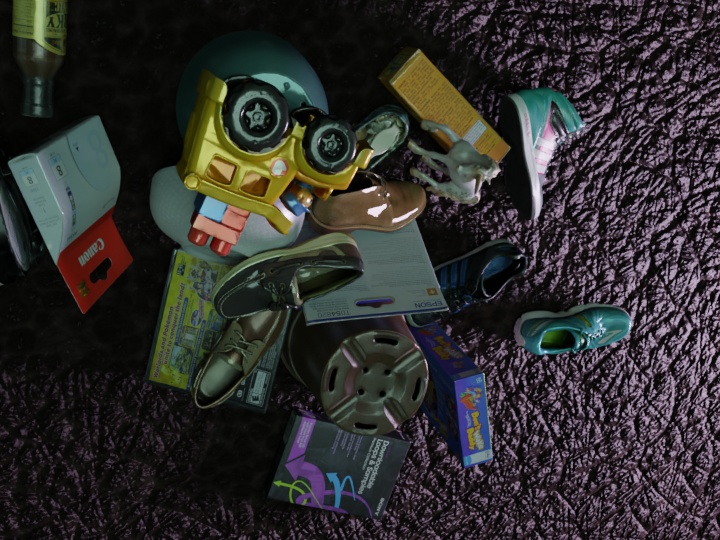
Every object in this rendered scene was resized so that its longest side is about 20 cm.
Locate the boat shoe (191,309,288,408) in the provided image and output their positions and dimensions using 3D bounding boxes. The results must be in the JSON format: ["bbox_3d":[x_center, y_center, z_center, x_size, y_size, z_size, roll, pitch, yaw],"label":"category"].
[{"bbox_3d":[-0.162,0.108,1.173,0.075,0.072,0.201,31,101,-8],"label":"boat shoe"}]

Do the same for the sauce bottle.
[{"bbox_3d":[-0.387,-0.289,1.048,0.064,0.065,0.203,2,108,-16],"label":"sauce bottle"}]

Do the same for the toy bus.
[{"bbox_3d":[-0.109,-0.105,0.964,0.198,0.136,0.194,19,97,-22],"label":"toy bus"}]

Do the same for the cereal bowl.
[{"bbox_3d":[-0.172,-0.059,1.100,0.197,0.200,0.085,14,75,-19],"label":"cereal bowl"}]

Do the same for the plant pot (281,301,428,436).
[{"bbox_3d":[-0.006,0.117,1.211,0.197,0.198,0.204,-4,108,-13],"label":"plant pot"}]

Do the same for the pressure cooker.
[{"bbox_3d":[-0.475,-0.063,1.035,0.197,0.176,0.182,-11,93,-13],"label":"pressure cooker"}]

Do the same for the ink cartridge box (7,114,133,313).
[{"bbox_3d":[-0.337,-0.073,1.076,0.047,0.161,0.202,-13,112,16],"label":"ink cartridge box"}]

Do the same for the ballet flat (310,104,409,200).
[{"bbox_3d":[-0.013,-0.154,1.193,0.200,0.074,0.074,-43,113,1],"label":"ballet flat"}]

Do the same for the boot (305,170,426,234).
[{"bbox_3d":[0.023,-0.099,1.183,0.198,0.074,0.076,-13,150,-38],"label":"boot"}]

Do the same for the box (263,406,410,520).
[{"bbox_3d":[-0.034,0.302,1.349,0.197,0.036,0.145,16,102,-21],"label":"box"}]

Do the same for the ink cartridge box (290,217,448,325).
[{"bbox_3d":[0.000,0.000,1.180,0.196,0.202,0.041,-4,137,-14],"label":"ink cartridge box"}]

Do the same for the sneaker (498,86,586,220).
[{"bbox_3d":[0.269,-0.179,1.260,0.119,0.084,0.202,-24,127,-15],"label":"sneaker"}]

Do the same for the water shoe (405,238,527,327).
[{"bbox_3d":[0.154,0.020,1.288,0.199,0.079,0.072,-35,113,-3],"label":"water shoe"}]

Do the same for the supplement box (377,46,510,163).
[{"bbox_3d":[0.117,-0.219,1.210,0.199,0.067,0.069,40,93,-23],"label":"supplement box"}]

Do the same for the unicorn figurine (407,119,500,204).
[{"bbox_3d":[0.128,-0.139,1.162,0.136,0.200,0.075,30,90,19],"label":"unicorn figurine"}]

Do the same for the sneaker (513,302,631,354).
[{"bbox_3d":[0.341,0.103,1.367,0.197,0.080,0.079,-8,109,-14],"label":"sneaker"}]

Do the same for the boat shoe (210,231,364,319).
[{"bbox_3d":[-0.090,0.013,1.080,0.198,0.065,0.074,-25,134,-5],"label":"boat shoe"}]

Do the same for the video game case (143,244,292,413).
[{"bbox_3d":[-0.195,0.084,1.217,0.178,0.026,0.203,15,103,-4],"label":"video game case"}]

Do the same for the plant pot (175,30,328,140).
[{"bbox_3d":[-0.129,-0.194,1.097,0.197,0.161,0.204,-5,109,-14],"label":"plant pot"}]

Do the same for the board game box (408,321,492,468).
[{"bbox_3d":[0.128,0.174,1.264,0.044,0.200,0.137,-12,111,-12],"label":"board game box"}]
